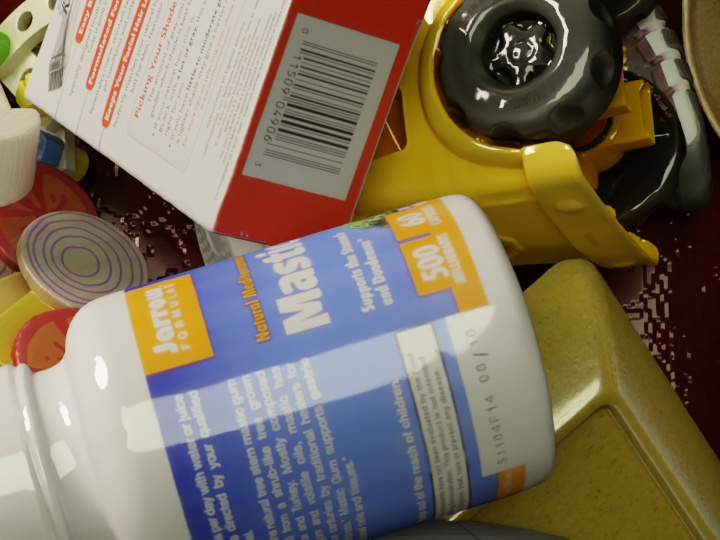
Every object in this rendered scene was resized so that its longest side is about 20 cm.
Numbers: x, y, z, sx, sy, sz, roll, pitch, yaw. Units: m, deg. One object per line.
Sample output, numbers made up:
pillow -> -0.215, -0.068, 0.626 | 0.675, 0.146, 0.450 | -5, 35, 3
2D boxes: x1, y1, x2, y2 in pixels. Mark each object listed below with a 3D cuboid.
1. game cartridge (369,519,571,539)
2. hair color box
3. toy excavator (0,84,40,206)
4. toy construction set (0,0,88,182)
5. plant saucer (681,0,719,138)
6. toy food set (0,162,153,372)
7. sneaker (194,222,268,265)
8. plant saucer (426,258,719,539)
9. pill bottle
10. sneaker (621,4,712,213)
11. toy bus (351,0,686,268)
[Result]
game cartridge -> 0.065, 0.171, 0.754 | 0.199, 0.042, 0.134 | 21, 94, -28
hair color box -> -0.061, -0.090, 0.787 | 0.200, 0.064, 0.111 | 34, 107, 53
toy excavator -> -0.230, -0.109, 0.876 | 0.199, 0.100, 0.195 | 10, 32, -1
toy construction set -> -0.157, -0.152, 0.932 | 0.131, 0.092, 0.200 | -45, 67, 18
plant saucer -> 0.247, -0.116, 0.884 | 0.199, 0.035, 0.201 | 0, 90, 7
toy food set -> -0.156, 0.029, 0.829 | 0.200, 0.049, 0.198 | 37, 39, 6
sneaker -> 0.000, 0.000, 0.887 | 0.118, 0.074, 0.201 | -23, 66, -16
plant saucer -> 0.072, 0.131, 0.790 | 0.200, 0.048, 0.200 | -40, 119, -6
pill bottle -> -0.040, 0.051, 0.691 | 0.199, 0.112, 0.113 | -16, 74, -7
sneaker -> 0.086, -0.100, 0.908 | 0.115, 0.076, 0.201 | -20, 64, 4
toy bus -> 0.030, -0.095, 0.820 | 0.191, 0.136, 0.201 | -9, 70, 23
